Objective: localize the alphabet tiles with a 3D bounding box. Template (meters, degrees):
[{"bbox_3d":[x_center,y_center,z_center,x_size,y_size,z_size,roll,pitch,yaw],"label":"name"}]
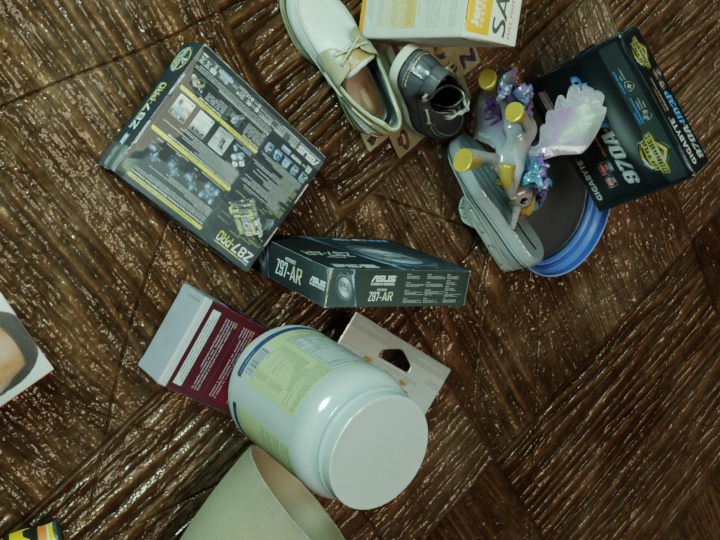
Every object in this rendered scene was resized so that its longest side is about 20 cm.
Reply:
[{"bbox_3d":[0.062,-0.242,1.170,0.200,0.006,0.167,-41,125,-19],"label":"alphabet tiles"}]

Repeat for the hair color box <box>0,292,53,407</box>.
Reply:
[{"bbox_3d":[-0.406,0.107,0.907,0.200,0.061,0.102,-38,123,-21],"label":"hair color box"}]

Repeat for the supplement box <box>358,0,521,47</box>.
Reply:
[{"bbox_3d":[0.086,-0.307,1.037,0.073,0.200,0.127,2,100,-33],"label":"supplement box"}]

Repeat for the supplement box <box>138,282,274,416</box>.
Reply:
[{"bbox_3d":[-0.139,0.107,1.102,0.200,0.061,0.109,33,85,-38],"label":"supplement box"}]

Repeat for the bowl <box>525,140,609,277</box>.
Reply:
[{"bbox_3d":[0.271,-0.093,1.351,0.200,0.039,0.201,-13,112,-33],"label":"bowl"}]

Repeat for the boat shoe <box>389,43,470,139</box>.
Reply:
[{"bbox_3d":[0.092,-0.194,1.126,0.073,0.063,0.200,-55,156,-1],"label":"boat shoe"}]

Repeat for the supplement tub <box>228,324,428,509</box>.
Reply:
[{"bbox_3d":[-0.037,0.153,1.026,0.145,0.200,0.146,-13,114,-33],"label":"supplement tub"}]

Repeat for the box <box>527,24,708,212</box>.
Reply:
[{"bbox_3d":[0.329,-0.191,1.240,0.046,0.159,0.200,-36,99,-38],"label":"box"}]

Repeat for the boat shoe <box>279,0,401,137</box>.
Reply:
[{"bbox_3d":[-0.013,-0.237,1.072,0.075,0.068,0.200,-43,119,-11],"label":"boat shoe"}]

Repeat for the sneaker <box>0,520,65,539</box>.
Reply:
[{"bbox_3d":[-0.353,0.366,1.035,0.090,0.070,0.201,-7,109,-19],"label":"sneaker"}]

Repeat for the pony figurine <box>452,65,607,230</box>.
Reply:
[{"bbox_3d":[0.189,-0.162,1.159,0.200,0.166,0.194,31,74,-62],"label":"pony figurine"}]

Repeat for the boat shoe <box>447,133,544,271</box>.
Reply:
[{"bbox_3d":[0.159,-0.079,1.251,0.200,0.067,0.074,57,37,-10],"label":"boat shoe"}]

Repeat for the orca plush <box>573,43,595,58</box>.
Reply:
[{"bbox_3d":[0.356,-0.218,1.327,0.201,0.071,0.105,67,26,-17],"label":"orca plush"}]

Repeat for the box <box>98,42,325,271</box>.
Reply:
[{"bbox_3d":[-0.151,-0.117,1.029,0.200,0.049,0.161,39,79,-38],"label":"box"}]

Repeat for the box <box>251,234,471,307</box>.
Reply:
[{"bbox_3d":[0.000,0.000,1.106,0.199,0.160,0.044,1,104,-36],"label":"box"}]

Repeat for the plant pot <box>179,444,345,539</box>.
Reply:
[{"bbox_3d":[-0.140,0.340,1.120,0.200,0.187,0.187,-41,126,-1],"label":"plant pot"}]

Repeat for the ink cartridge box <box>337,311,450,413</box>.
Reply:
[{"bbox_3d":[0.004,0.161,1.236,0.200,0.044,0.174,33,84,-38],"label":"ink cartridge box"}]
